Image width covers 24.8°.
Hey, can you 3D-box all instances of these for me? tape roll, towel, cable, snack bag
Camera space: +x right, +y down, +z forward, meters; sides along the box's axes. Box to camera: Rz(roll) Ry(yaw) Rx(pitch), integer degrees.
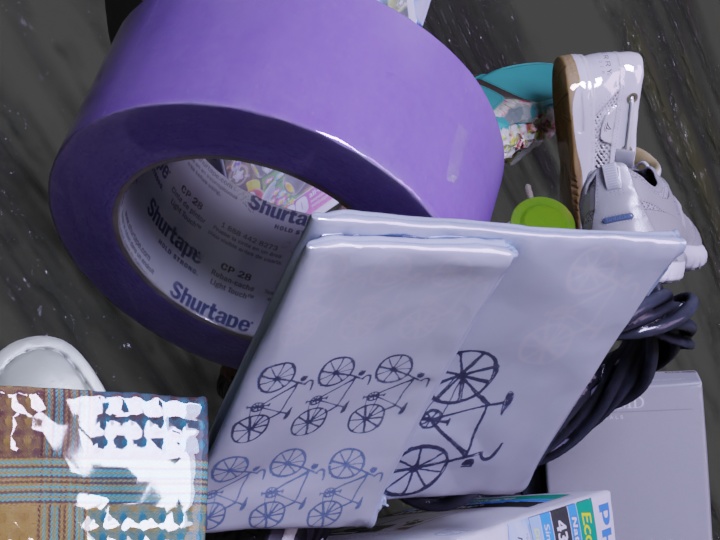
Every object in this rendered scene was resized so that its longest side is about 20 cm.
[{"bbox_3d":[-0.038,-0.038,0.766,0.200,0.199,0.085,53,43,-39],"label":"tape roll"},{"bbox_3d":[-0.135,0.147,0.665,0.146,0.022,0.201,6,74,-18],"label":"towel"},{"bbox_3d":[0.096,0.066,0.866,0.200,0.163,0.051,-9,48,-33],"label":"cable"},{"bbox_3d":[0.032,0.052,0.741,0.199,0.189,0.021,2,42,-30],"label":"snack bag"}]

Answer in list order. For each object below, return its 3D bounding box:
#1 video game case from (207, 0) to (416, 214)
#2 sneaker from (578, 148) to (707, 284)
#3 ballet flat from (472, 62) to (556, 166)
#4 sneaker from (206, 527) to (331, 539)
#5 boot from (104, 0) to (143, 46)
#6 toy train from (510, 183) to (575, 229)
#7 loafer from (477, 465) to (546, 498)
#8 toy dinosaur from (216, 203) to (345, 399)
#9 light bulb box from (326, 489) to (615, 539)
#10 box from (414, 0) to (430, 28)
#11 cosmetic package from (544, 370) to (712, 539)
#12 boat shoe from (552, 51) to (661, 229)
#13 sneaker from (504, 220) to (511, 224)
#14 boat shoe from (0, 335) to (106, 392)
[{"bbox_3d":[-0.027,-0.115,0.856,0.143,0.018,0.200,-36,138,-26],"label":"video game case"},{"bbox_3d":[0.174,-0.036,1.011,0.200,0.074,0.082,-27,109,-80],"label":"sneaker"},{"bbox_3d":[0.090,-0.100,1.135,0.200,0.076,0.064,-24,135,-53],"label":"ballet flat"},{"bbox_3d":[-0.043,0.138,0.823,0.083,0.072,0.200,54,53,-42],"label":"sneaker"},{"bbox_3d":[-0.039,-0.202,0.841,0.200,0.064,0.187,-18,128,-35],"label":"boot"},{"bbox_3d":[0.103,-0.005,0.990,0.116,0.084,0.200,94,0,-56],"label":"toy train"},{"bbox_3d":[0.095,0.190,1.086,0.072,0.063,0.201,-19,106,-81],"label":"loafer"},{"bbox_3d":[0.000,0.000,0.929,0.136,0.086,0.200,47,46,-44],"label":"toy dinosaur"},{"bbox_3d":[0.063,0.238,0.946,0.200,0.124,0.199,-3,86,-58],"label":"light bulb box"},{"bbox_3d":[-0.032,-0.193,0.955,0.200,0.048,0.122,52,43,-40],"label":"box"},{"bbox_3d":[0.174,0.166,1.057,0.090,0.106,0.201,-25,109,-81],"label":"cosmetic package"},{"bbox_3d":[0.175,-0.061,1.129,0.071,0.069,0.200,-102,-177,-50],"label":"boat shoe"},{"bbox_3d":[0.083,0.030,1.093,0.094,0.070,0.200,60,36,-7],"label":"sneaker"},{"bbox_3d":[-0.133,0.131,0.713,0.071,0.061,0.202,-7,81,-16],"label":"boat shoe"}]
